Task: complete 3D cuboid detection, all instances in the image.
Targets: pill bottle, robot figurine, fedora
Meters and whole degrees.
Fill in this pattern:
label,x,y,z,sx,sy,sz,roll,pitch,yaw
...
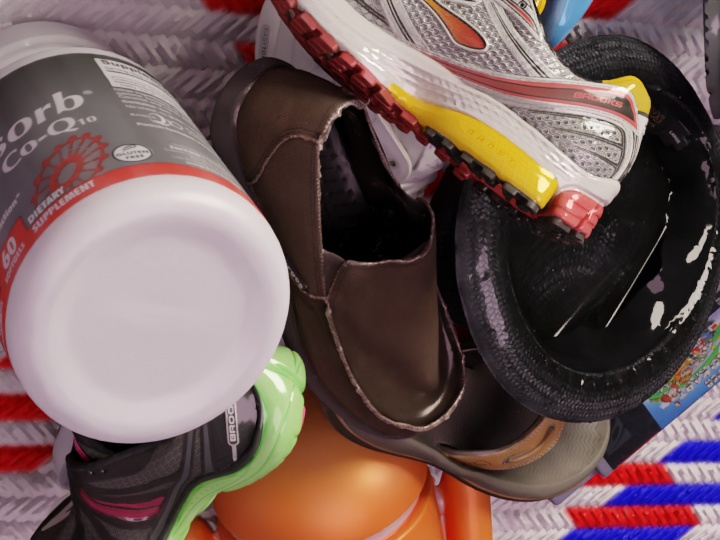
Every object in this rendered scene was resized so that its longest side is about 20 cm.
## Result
label,x,y,z,sx,sy,sz,roll,pitch,yaw
pill bottle,-0.114,-0.025,0.851,0.115,0.200,0.117,-11,121,-19
robot figurine,-0.012,0.141,1.043,0.117,0.143,0.201,-48,138,-44
fedora,0.094,-0.021,0.996,0.200,0.091,0.202,-1,91,-42

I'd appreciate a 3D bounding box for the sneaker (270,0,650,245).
label,x,y,z,sx,sy,sz,roll,pitch,yaw
sneaker,0.035,-0.098,0.857,0.200,0.078,0.082,38,86,5

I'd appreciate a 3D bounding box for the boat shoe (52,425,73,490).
label,x,y,z,sx,sy,sz,roll,pitch,yaw
boat shoe,-0.095,0.027,0.972,0.072,0.071,0.200,5,135,-41

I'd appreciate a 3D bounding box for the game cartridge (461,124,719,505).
label,x,y,z,sx,sy,sz,roll,pitch,yaw
game cartridge,0.153,0.029,1.109,0.200,0.038,0.130,-40,122,0

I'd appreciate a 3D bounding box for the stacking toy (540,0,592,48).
label,x,y,z,sx,sy,sz,roll,pitch,yaw
stacking toy,0.010,-0.178,0.897,0.199,0.110,0.117,16,94,-19

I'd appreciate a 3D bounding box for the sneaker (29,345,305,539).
label,x,y,z,sx,sy,sz,roll,pitch,yaw
sneaker,-0.104,0.084,0.927,0.083,0.077,0.200,28,129,-22

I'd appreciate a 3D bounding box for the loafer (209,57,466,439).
label,x,y,z,sx,sy,sz,roll,pitch,yaw
loafer,0.000,0.000,0.887,0.073,0.071,0.201,-47,126,-26

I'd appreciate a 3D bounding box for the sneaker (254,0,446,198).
label,x,y,z,sx,sy,sz,roll,pitch,yaw
sneaker,0.000,-0.044,0.951,0.075,0.099,0.201,-36,134,-43

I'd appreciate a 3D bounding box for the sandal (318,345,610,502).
label,x,y,z,sx,sy,sz,roll,pitch,yaw
sandal,0.063,0.063,1.003,0.199,0.082,0.054,22,148,-39

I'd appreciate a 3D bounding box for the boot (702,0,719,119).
label,x,y,z,sx,sy,sz,roll,pitch,yaw
boot,0.265,-0.153,0.963,0.198,0.066,0.166,1,105,11
